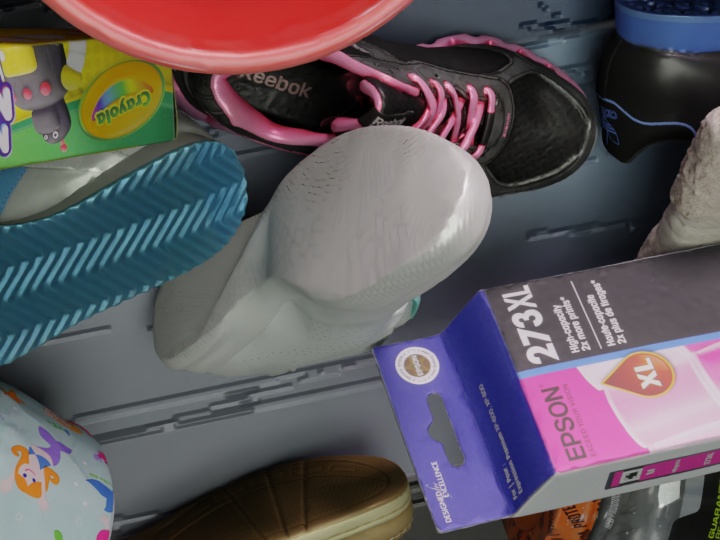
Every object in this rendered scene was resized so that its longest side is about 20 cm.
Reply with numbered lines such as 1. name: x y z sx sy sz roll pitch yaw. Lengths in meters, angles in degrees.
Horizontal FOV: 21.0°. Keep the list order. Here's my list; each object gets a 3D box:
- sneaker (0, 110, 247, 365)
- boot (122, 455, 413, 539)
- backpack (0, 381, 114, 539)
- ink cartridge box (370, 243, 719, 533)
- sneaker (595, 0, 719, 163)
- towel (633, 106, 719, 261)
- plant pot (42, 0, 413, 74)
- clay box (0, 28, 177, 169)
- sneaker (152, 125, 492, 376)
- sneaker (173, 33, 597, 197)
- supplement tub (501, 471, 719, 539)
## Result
1. sneaker: -0.150 -0.014 0.796 0.200 0.081 0.077 -20 124 -24
2. boot: -0.048 0.185 0.902 0.200 0.073 0.156 -25 109 -3
3. backpack: -0.197 0.130 0.800 0.151 0.178 0.200 40 90 -25
4. ink cartridge box: 0.113 0.044 0.821 0.200 0.095 0.037 -12 146 -12
5. sneaker: 0.202 -0.087 0.888 0.200 0.070 0.078 1 117 -11
6. towel: 0.224 -0.041 0.876 0.200 0.035 0.133 -9 147 -17
7. plant pot: -0.059 -0.190 0.733 0.200 0.177 0.201 -4 108 -12
8. clay box: -0.158 -0.061 0.709 0.200 0.115 0.048 -13 105 -50
9. sneaker: 0.000 0.000 0.819 0.088 0.200 0.075 20 62 -33
10. sneaker: 0.014 -0.068 0.832 0.200 0.095 0.079 9 101 -16
11. supplement tub: 0.172 0.090 0.898 0.200 0.123 0.123 6 105 -15
